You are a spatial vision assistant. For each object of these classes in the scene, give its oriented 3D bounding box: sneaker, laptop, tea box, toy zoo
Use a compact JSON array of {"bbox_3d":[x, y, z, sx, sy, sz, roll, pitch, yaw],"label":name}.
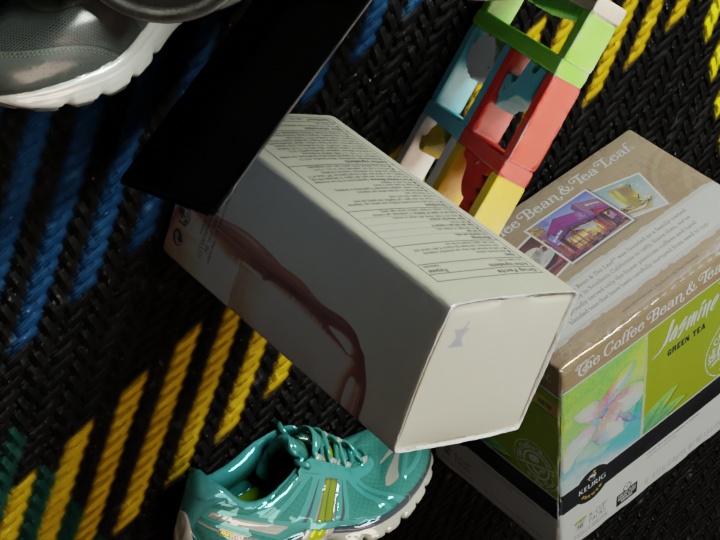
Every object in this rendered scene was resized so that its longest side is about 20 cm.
[{"bbox_3d":[-0.109,-0.145,0.746,0.200,0.074,0.085,-40,137,-32],"label":"sneaker"},{"bbox_3d":[0.005,-0.088,0.784,0.199,0.187,0.117,1,97,-20],"label":"laptop"},{"bbox_3d":[0.161,0.049,1.143,0.200,0.133,0.197,-34,140,-24],"label":"tea box"},{"bbox_3d":[-0.030,0.134,1.058,0.199,0.077,0.080,-19,124,-38],"label":"sneaker"},{"bbox_3d":[0.066,-0.076,0.943,0.020,0.131,0.201,25,101,-24],"label":"toy zoo"}]

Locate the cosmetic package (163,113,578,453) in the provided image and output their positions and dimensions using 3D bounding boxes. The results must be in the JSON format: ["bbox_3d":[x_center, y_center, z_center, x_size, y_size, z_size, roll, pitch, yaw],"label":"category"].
[{"bbox_3d":[0.000,0.000,0.866,0.103,0.200,0.088,-2,121,-44],"label":"cosmetic package"}]

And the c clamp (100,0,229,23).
[{"bbox_3d":[-0.077,-0.190,0.664,0.200,0.027,0.171,39,115,-17],"label":"c clamp"}]
